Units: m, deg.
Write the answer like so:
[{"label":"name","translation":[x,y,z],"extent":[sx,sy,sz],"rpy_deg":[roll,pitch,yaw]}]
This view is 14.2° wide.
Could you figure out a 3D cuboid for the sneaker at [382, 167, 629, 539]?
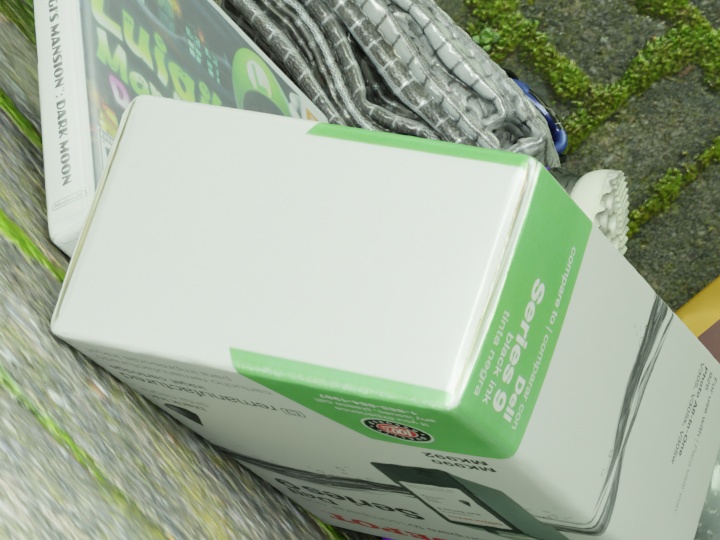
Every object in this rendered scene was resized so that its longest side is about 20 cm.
[{"label":"sneaker","translation":[0.029,0.039,1.094],"extent":[0.099,0.200,0.070],"rpy_deg":[13,-35,18]}]

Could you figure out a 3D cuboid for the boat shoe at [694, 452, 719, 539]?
[{"label":"boat shoe","translation":[0.093,0.053,1.154],"extent":[0.201,0.070,0.072],"rpy_deg":[42,-2,46]}]

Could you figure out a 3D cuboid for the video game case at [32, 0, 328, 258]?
[{"label":"video game case","translation":[-0.059,-0.038,1.095],"extent":[0.200,0.023,0.182],"rpy_deg":[44,29,-46]}]

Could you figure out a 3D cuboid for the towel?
[{"label":"towel","translation":[0.005,-0.095,1.380],"extent":[0.200,0.086,0.166],"rpy_deg":[46,1,12]}]

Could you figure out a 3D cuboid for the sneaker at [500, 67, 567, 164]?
[{"label":"sneaker","translation":[0.056,-0.047,1.607],"extent":[0.081,0.115,0.200],"rpy_deg":[60,-21,22]}]

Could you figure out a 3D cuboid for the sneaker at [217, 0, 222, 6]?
[{"label":"sneaker","translation":[-0.046,-0.118,1.544],"extent":[0.105,0.075,0.201],"rpy_deg":[-133,-146,-63]}]

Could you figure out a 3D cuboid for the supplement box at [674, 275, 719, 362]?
[{"label":"supplement box","translation":[0.227,0.131,1.666],"extent":[0.200,0.197,0.133],"rpy_deg":[52,6,18]}]

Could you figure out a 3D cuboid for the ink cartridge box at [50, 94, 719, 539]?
[{"label":"ink cartridge box","translation":[0.019,0.029,0.927],"extent":[0.146,0.084,0.200],"rpy_deg":[9,-17,30]}]
